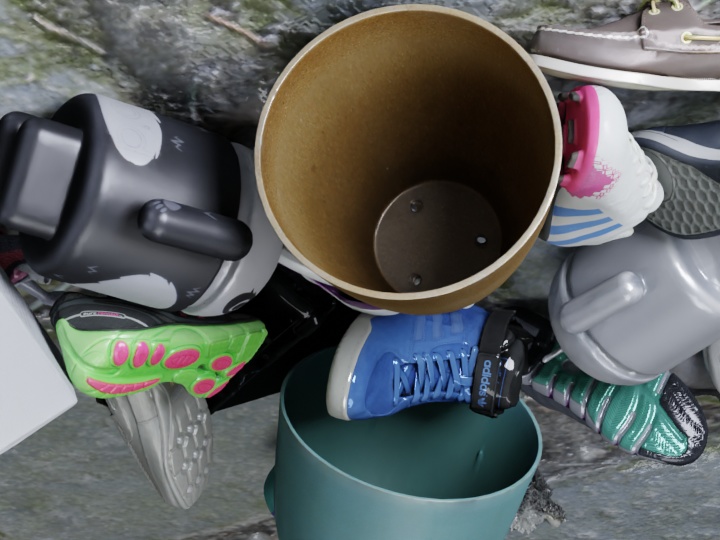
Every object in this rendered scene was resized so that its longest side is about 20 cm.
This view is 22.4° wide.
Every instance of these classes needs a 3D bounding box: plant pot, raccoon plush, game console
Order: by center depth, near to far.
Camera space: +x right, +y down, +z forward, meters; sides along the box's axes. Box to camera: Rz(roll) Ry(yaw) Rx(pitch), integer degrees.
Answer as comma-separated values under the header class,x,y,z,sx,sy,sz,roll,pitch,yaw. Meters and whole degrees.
class,x,y,z,sx,sy,sz,roll,pitch,yaw
plant pot,0.039,-0.046,1.178,0.185,0.187,0.200,-8,163,5
plant pot,0.023,0.175,1.392,0.200,0.201,0.162,4,122,-15
game console,-0.086,0.031,1.413,0.176,0.117,0.200,40,134,-10
raccoon plush,0.145,0.175,1.623,0.133,0.097,0.200,2,149,-27

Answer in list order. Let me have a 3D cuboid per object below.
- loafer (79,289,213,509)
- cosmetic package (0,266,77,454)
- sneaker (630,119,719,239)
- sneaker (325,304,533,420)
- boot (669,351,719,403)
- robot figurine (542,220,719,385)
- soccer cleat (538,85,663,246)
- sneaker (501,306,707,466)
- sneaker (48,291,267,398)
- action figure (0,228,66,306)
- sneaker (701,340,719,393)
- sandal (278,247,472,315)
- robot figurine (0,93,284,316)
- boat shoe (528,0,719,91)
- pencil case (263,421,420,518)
class,x,y,z,sx,sy,sz,roll,pitch,yaw
loafer,-0.164,0.094,1.381,0.070,0.070,0.201,5,123,29
cosmetic package,-0.269,0.012,1.175,0.071,0.101,0.200,-33,112,-4
sneaker,0.274,-0.083,1.222,0.202,0.146,0.077,13,131,54
sneaker,0.060,0.070,1.336,0.111,0.077,0.200,17,-162,23
boot,0.318,0.051,1.478,0.200,0.070,0.132,24,128,-40
robot figurine,0.217,0.012,1.335,0.169,0.113,0.200,-8,158,-45
soccer cleat,0.161,-0.068,1.178,0.086,0.070,0.200,3,164,-3
sneaker,0.190,0.095,1.454,0.200,0.075,0.088,31,170,20
sneaker,-0.136,0.040,1.262,0.077,0.084,0.200,-46,155,19
action figure,-0.299,0.011,1.304,0.200,0.134,0.149,-33,98,19
sneaker,0.318,0.035,1.376,0.076,0.081,0.201,1,132,-16
sandal,0.002,0.004,1.312,0.202,0.083,0.050,14,120,-31
robot figurine,-0.144,-0.040,1.182,0.199,0.151,0.125,17,130,-31
boat shoe,0.201,-0.141,1.134,0.199,0.060,0.072,5,-170,-6
pencil case,-0.004,0.158,1.569,0.092,0.085,0.200,21,141,-18
